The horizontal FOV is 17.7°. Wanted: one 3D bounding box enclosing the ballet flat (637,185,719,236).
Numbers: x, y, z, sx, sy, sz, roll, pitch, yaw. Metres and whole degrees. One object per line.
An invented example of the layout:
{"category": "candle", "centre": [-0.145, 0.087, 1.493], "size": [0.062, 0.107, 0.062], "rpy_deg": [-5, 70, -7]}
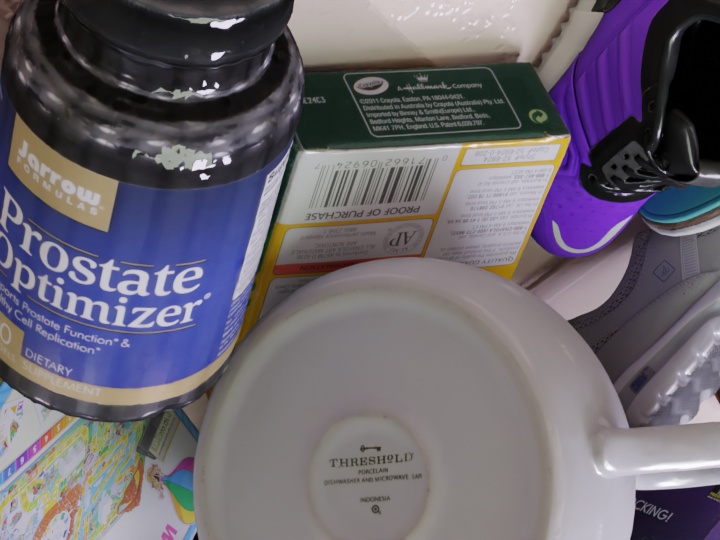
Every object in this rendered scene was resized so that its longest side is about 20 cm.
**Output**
{"category": "ballet flat", "centre": [0.200, -0.090, 1.029], "size": [0.069, 0.070, 0.200], "rpy_deg": [11, 126, -39]}

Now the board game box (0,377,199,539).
{"category": "board game box", "centre": [-0.138, 0.116, 0.944], "size": [0.034, 0.201, 0.135], "rpy_deg": [-5, 134, 36]}

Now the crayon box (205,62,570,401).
{"category": "crayon box", "centre": [0.000, 0.000, 1.019], "size": [0.125, 0.052, 0.201], "rpy_deg": [-5, 137, -24]}

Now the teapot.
{"category": "teapot", "centre": [0.040, 0.089, 0.967], "size": [0.198, 0.200, 0.146], "rpy_deg": [-56, 153, 12]}

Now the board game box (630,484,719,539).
{"category": "board game box", "centre": [0.073, 0.143, 1.049], "size": [0.165, 0.200, 0.057], "rpy_deg": [-48, 123, -17]}

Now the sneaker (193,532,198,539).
{"category": "sneaker", "centre": [-0.050, 0.132, 1.133], "size": [0.199, 0.070, 0.078], "rpy_deg": [-21, 150, -6]}

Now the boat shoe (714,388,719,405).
{"category": "boat shoe", "centre": [0.213, 0.044, 1.197], "size": [0.073, 0.063, 0.202], "rpy_deg": [-29, 142, 7]}

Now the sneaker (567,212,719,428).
{"category": "sneaker", "centre": [0.168, -0.016, 1.086], "size": [0.200, 0.082, 0.075], "rpy_deg": [-47, 155, -7]}

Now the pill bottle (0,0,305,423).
{"category": "pill bottle", "centre": [-0.083, -0.046, 0.864], "size": [0.111, 0.112, 0.201], "rpy_deg": [-8, 139, -24]}

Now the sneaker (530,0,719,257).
{"category": "sneaker", "centre": [0.122, -0.062, 0.977], "size": [0.069, 0.100, 0.201], "rpy_deg": [-3, 137, -25]}
